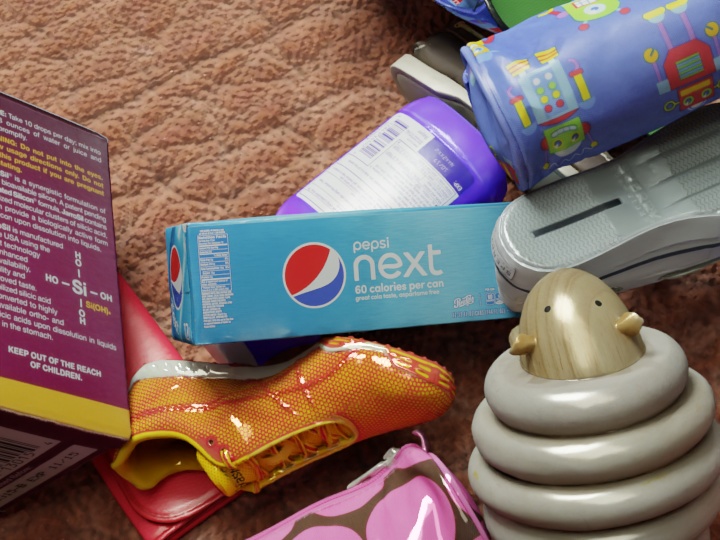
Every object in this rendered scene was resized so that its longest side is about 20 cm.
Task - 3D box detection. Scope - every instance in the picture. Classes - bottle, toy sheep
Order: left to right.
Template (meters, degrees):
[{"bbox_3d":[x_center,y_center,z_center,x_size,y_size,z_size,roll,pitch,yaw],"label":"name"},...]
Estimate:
[{"bbox_3d":[-0.009,-0.015,0.896,0.200,0.065,0.084,-40,63,-13],"label":"bottle"},{"bbox_3d":[0.116,0.095,0.748,0.138,0.200,0.138,-14,16,4],"label":"toy sheep"}]

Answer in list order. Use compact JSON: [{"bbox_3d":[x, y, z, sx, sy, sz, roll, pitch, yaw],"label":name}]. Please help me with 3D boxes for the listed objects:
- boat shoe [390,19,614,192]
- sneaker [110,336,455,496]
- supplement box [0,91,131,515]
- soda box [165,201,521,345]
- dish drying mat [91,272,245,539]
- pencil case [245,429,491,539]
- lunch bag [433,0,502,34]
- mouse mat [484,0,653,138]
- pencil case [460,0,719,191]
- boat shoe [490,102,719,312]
[{"bbox_3d":[0.103,-0.087,0.915,0.060,0.072,0.200,-43,54,-11],"label":"boat shoe"},{"bbox_3d":[-0.040,0.084,0.814,0.200,0.073,0.077,-12,52,27],"label":"sneaker"},{"bbox_3d":[-0.213,0.020,0.861,0.131,0.103,0.200,-30,55,34],"label":"supplement box"},{"bbox_3d":[0.000,0.000,0.821,0.200,0.068,0.064,-4,91,-17],"label":"soda box"},{"bbox_3d":[-0.139,0.068,0.900,0.077,0.018,0.200,-34,58,-11],"label":"dish drying mat"},{"bbox_3d":[-0.031,0.163,0.779,0.200,0.091,0.094,-26,84,-5],"label":"pencil case"},{"bbox_3d":[0.063,-0.191,0.937,0.094,0.150,0.200,-46,62,19],"label":"lunch bag"},{"bbox_3d":[0.114,-0.161,0.896,0.008,0.200,0.161,-32,52,27],"label":"mouse mat"},{"bbox_3d":[0.147,-0.116,0.775,0.200,0.078,0.087,-26,36,-3],"label":"pencil case"},{"bbox_3d":[0.158,-0.033,0.801,0.200,0.067,0.074,-15,64,-9],"label":"boat shoe"}]
